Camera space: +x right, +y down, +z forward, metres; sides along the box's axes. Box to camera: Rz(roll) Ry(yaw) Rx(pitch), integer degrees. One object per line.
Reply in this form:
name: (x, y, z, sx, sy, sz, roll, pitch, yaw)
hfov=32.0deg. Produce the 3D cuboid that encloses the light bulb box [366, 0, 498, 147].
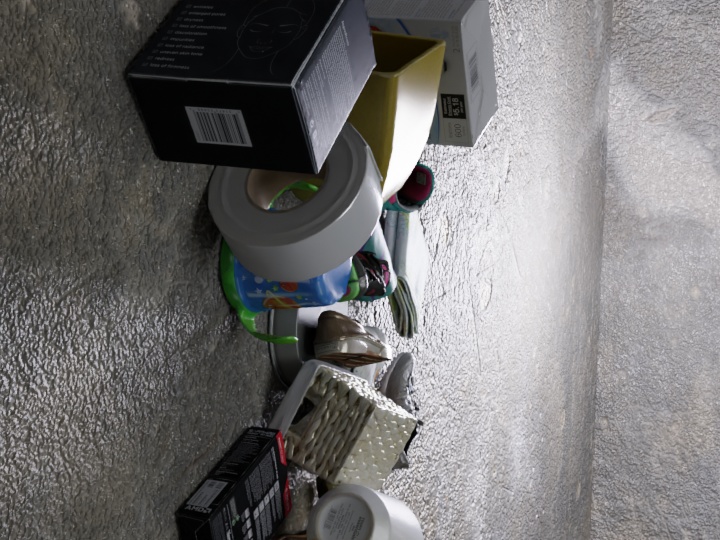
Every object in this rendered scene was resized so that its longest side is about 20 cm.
light bulb box: (0.083, -0.299, 1.814, 0.125, 0.197, 0.201, -54, 142, -48)

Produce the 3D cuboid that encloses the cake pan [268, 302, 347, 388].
cake pan: (-0.067, 0.066, 1.739, 0.200, 0.036, 0.204, 5, 90, -68)

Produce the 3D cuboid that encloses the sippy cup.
sippy cup: (-0.085, -0.010, 1.550, 0.140, 0.128, 0.181, -44, 132, -54)

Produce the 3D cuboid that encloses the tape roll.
tape roll: (-0.075, -0.090, 1.473, 0.071, 0.199, 0.205, 63, 38, -50)

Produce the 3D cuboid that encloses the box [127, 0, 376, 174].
box: (-0.112, -0.219, 1.359, 0.125, 0.197, 0.198, 74, 31, -44)

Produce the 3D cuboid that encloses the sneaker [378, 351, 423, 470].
sneaker: (0.071, 0.234, 2.052, 0.075, 0.081, 0.203, 45, 54, -61)

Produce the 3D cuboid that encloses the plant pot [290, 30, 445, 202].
plant pot: (-0.012, -0.193, 1.637, 0.195, 0.191, 0.203, -44, 141, -57)

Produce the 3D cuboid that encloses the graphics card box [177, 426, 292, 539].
graphics card box: (-0.152, 0.300, 1.565, 0.200, 0.050, 0.127, -50, 140, -56)

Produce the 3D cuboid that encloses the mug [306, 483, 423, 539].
mug: (0.004, 0.367, 1.645, 0.153, 0.148, 0.188, 59, 7, -62)

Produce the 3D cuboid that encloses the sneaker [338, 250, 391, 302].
sneaker: (0.000, 0.000, 1.663, 0.200, 0.082, 0.078, -90, 180, -84)

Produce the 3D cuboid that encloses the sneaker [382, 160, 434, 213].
sneaker: (0.060, -0.147, 1.892, 0.200, 0.119, 0.085, -55, 143, -51)

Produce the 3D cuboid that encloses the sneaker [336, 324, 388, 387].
sneaker: (-0.012, 0.175, 1.869, 0.092, 0.075, 0.203, 29, 61, -58)

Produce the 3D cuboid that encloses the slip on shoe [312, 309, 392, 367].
slip on shoe: (-0.011, 0.097, 1.753, 0.199, 0.075, 0.062, 17, 62, -63)

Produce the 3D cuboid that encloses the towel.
towel: (0.072, -0.017, 1.997, 0.172, 0.047, 0.202, 75, 16, -50)

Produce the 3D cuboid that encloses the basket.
basket: (-0.023, 0.219, 1.720, 0.137, 0.122, 0.200, -60, 155, 0)

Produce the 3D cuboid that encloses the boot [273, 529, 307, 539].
boot: (-0.076, 0.406, 1.744, 0.199, 0.074, 0.075, -7, 105, -65)

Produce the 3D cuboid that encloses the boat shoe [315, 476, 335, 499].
boat shoe: (-0.016, 0.381, 1.867, 0.062, 0.073, 0.204, -22, 115, -22)

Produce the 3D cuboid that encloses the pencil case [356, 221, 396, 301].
pencil case: (-0.008, -0.042, 1.797, 0.085, 0.092, 0.201, -38, 142, -16)
